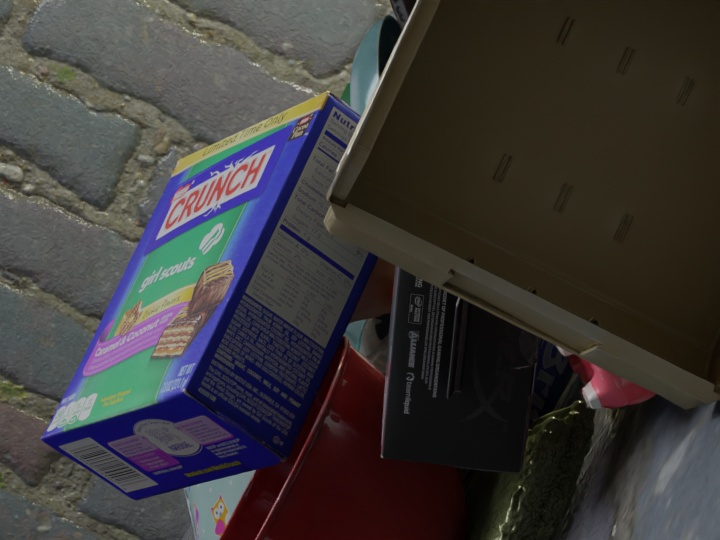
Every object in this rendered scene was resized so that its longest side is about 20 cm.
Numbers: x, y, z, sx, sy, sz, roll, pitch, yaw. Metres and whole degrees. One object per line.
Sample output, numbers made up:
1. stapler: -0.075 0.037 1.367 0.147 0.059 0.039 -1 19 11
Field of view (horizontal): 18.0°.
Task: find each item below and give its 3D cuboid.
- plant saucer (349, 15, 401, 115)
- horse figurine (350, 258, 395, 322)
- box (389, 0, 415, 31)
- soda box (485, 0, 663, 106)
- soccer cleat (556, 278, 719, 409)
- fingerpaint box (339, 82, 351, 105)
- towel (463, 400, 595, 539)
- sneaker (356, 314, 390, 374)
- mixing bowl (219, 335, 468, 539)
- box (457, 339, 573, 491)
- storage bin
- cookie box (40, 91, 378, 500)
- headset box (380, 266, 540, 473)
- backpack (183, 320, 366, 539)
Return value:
1. plant saucer: 0.027 -0.067 1.501 0.200 0.027 0.201 -11 -90 -77
2. horse figurine: 0.000 0.000 1.340 0.199 0.050 0.133 -26 30 15
3. box: 0.107 -0.201 1.561 0.163 0.167 0.200 -20 12 6
4. soda box: 0.139 -0.138 1.083 0.200 0.064 0.068 -41 20 -10
5. soccer cleat: 0.135 0.029 1.118 0.076 0.067 0.200 -26 -1 4
6. fingerpaint box: 0.029 -0.012 1.687 0.200 0.073 0.167 58 -134 -45
7. towel: 0.064 0.167 1.219 0.201 0.036 0.148 -63 4 -15
8. sneaker: 0.070 0.003 1.418 0.200 0.078 0.080 -34 -8 -27
9. mixing bowl: -0.011 0.149 1.240 0.201 0.108 0.200 -60 5 8
10. box: 0.065 0.084 1.334 0.070 0.064 0.201 8 -68 -54
11. storage bin: 0.111 -0.071 0.981 0.199 0.199 0.094 -65 4 -10
12. cookie box: -0.073 0.016 1.270 0.171 0.075 0.201 -20 39 53
13. headset box: 0.056 0.000 1.160 0.200 0.075 0.149 -80 -5 -66
14. backpack: -0.034 0.119 1.509 0.201 0.153 0.176 -102 31 -45
